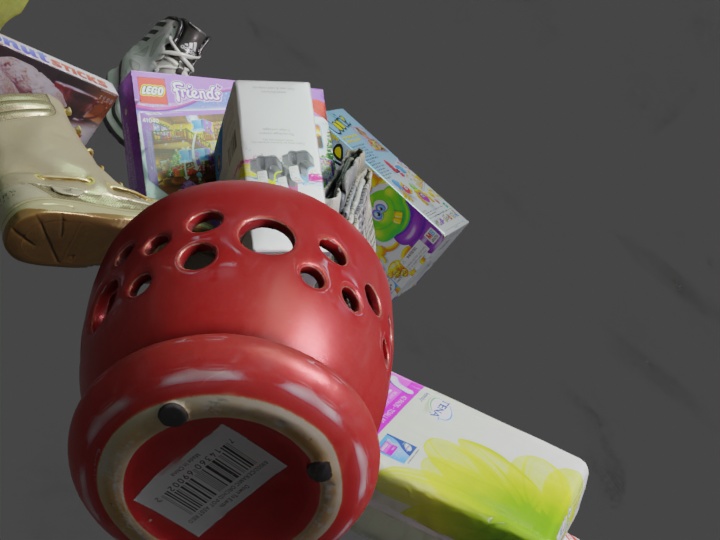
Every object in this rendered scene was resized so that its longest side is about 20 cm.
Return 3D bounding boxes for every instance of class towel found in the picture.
[{"bbox_3d":[0.000,0.000,1.043,0.035,0.200,0.193,-3,19,9],"label":"towel"}]

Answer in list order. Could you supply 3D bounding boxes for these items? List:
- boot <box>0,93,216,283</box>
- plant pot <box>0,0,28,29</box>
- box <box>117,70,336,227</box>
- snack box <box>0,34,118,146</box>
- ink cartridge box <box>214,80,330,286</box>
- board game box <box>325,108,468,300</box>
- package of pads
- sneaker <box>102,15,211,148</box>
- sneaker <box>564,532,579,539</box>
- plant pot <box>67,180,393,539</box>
[{"bbox_3d":[-0.214,-0.068,0.930,0.200,0.073,0.156,6,41,-44],"label":"boot"},{"bbox_3d":[-0.378,-0.278,0.958,0.184,0.200,0.200,36,16,-47],"label":"plant pot"},{"bbox_3d":[-0.117,-0.107,1.062,0.200,0.039,0.137,1,72,-32],"label":"box"},{"bbox_3d":[-0.307,-0.161,0.968,0.200,0.072,0.024,21,28,-42],"label":"snack box"},{"bbox_3d":[-0.074,-0.042,0.947,0.068,0.115,0.200,0,65,-16],"label":"ink cartridge box"},{"bbox_3d":[0.005,-0.077,1.294,0.200,0.103,0.105,43,20,8],"label":"board game box"},{"bbox_3d":[0.061,0.156,0.865,0.200,0.068,0.154,24,21,16],"label":"package of pads"},{"bbox_3d":[-0.201,-0.193,1.158,0.076,0.115,0.201,26,24,-33],"label":"sneaker"},{"bbox_3d":[0.164,0.254,0.932,0.201,0.067,0.108,38,21,4],"label":"sneaker"},{"bbox_3d":[-0.076,0.073,0.709,0.200,0.200,0.183,31,29,-23],"label":"plant pot"}]
